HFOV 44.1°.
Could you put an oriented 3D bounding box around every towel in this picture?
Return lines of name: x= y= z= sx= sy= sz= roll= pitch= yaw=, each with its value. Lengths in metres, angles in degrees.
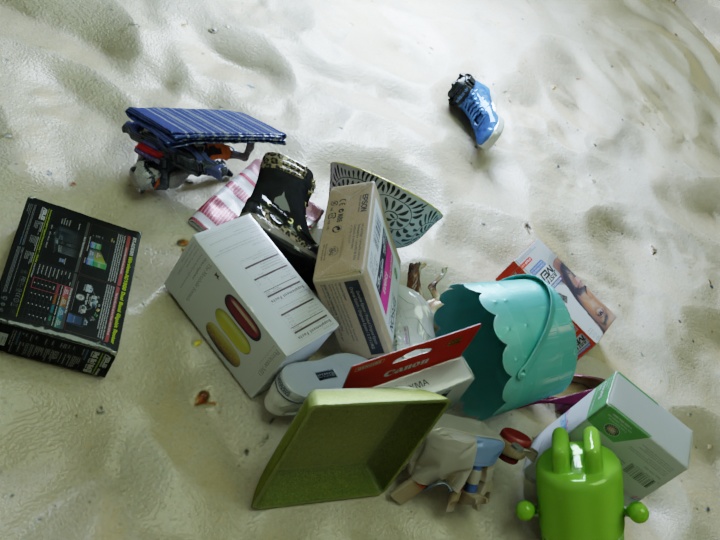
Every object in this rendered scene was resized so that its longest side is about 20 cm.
towel: x=-0.154 y=-0.084 z=1.361 sx=0.144 sy=0.023 sz=0.200 roll=38 pitch=42 yaw=0
towel: x=-0.223 y=-0.208 z=1.292 sx=0.199 sy=0.024 sz=0.144 roll=-6 pitch=28 yaw=-41

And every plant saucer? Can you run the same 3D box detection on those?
plant saucer: x=-0.019 y=0.205 z=1.078 sx=0.198 sy=0.201 sz=0.048 roll=3 pitch=42 yaw=-34

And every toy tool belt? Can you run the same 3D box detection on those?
toy tool belt: x=0.136 y=0.268 z=1.213 sx=0.199 sy=0.124 sz=0.125 roll=15 pitch=11 yaw=-33

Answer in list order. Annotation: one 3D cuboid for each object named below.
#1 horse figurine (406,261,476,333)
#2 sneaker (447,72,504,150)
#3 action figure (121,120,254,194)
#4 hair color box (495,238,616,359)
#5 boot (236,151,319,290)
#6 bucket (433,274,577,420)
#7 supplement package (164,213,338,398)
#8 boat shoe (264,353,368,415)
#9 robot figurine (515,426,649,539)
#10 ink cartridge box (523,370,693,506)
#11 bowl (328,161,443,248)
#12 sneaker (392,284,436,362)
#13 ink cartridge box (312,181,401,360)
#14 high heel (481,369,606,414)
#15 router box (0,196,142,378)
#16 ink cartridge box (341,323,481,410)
horse figurine: x=0.139 y=0.064 z=1.412 sx=0.199 sy=0.050 sz=0.134 roll=29 pitch=59 yaw=-24
sneaker: x=0.226 y=-0.329 z=1.803 sx=0.111 sy=0.077 sz=0.201 roll=29 pitch=38 yaw=-20
action figure: x=-0.247 y=-0.152 z=1.297 sx=0.199 sy=0.105 sz=0.193 roll=33 pitch=40 yaw=32
hair color box: x=0.346 y=0.049 z=1.573 sx=0.200 sy=0.064 sz=0.111 roll=46 pitch=41 yaw=6
boot: x=-0.091 y=-0.071 z=1.319 sx=0.199 sy=0.073 sz=0.152 roll=33 pitch=50 yaw=-28
bucket: x=0.210 y=0.106 z=1.298 sx=0.134 sy=0.208 sz=0.208 roll=-9 pitch=59 yaw=-23
supplement package: x=-0.146 y=0.045 z=1.184 sx=0.200 sy=0.114 sz=0.109 roll=50 pitch=41 yaw=12
boat shoe: x=-0.046 y=0.161 z=1.190 sx=0.199 sy=0.070 sz=0.071 roll=-1 pitch=50 yaw=-50
robot figurine: x=0.300 y=0.316 z=1.213 sx=0.174 sy=0.202 sz=0.116 roll=-4 pitch=20 yaw=12
ink cartridge box: x=0.356 y=0.264 z=1.290 sx=0.145 sy=0.200 sz=0.088 roll=38 pitch=38 yaw=0
bowl: x=0.022 y=-0.086 z=1.411 sx=0.199 sy=0.095 sz=0.201 roll=26 pitch=-2 yaw=1
sneaker: x=0.068 y=0.103 z=1.316 sx=0.099 sy=0.075 sz=0.201 roll=-5 pitch=57 yaw=-39
ink cartridge box: x=0.000 y=0.000 z=1.268 sx=0.074 sy=0.166 sz=0.201 roll=-8 pitch=42 yaw=15
high heel: x=0.289 y=0.174 z=1.396 sx=0.198 sy=0.096 sz=0.068 roll=14 pitch=48 yaw=-26
router box: x=-0.361 y=0.018 z=1.091 sx=0.149 sy=0.062 sz=0.201 roll=19 pitch=45 yaw=-21
ink cartridge box: x=0.060 y=0.155 z=1.158 sx=0.199 sy=0.174 sz=0.044 roll=-16 pitch=63 yaw=-26
